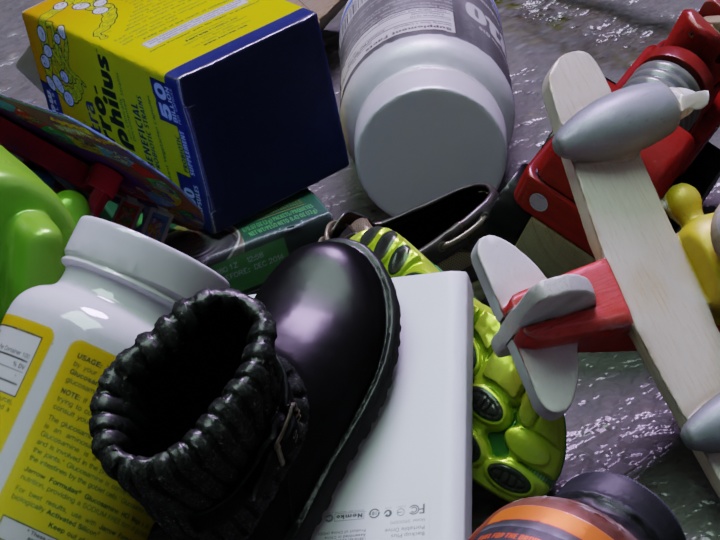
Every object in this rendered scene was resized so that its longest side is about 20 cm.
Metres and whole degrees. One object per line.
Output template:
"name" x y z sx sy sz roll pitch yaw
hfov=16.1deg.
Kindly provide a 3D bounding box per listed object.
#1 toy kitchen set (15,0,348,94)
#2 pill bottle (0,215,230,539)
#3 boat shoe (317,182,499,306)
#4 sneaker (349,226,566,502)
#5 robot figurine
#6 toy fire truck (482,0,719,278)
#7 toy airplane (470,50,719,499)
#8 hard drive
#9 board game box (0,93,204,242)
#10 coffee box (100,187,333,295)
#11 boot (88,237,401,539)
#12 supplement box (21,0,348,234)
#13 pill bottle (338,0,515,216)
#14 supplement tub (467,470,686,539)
"toy kitchen set" -0.138 -0.204 1.851 0.163 0.200 0.181 -45 2 42
"pill bottle" -0.143 0.081 1.270 0.112 0.112 0.201 17 79 44
"boat shoe" 0.000 0.000 1.492 0.199 0.074 0.074 -22 29 -16
"sneaker" 0.057 0.050 1.369 0.074 0.083 0.200 -45 49 8
"robot figurine" -0.228 -0.016 1.428 0.174 0.117 0.200 -4 19 -27
"toy fire truck" 0.184 -0.089 1.441 0.128 0.201 0.176 34 43 9
"toy airplane" 0.158 0.001 1.289 0.141 0.200 0.200 -38 21 44
"hard drive" -0.009 0.096 1.282 0.131 0.027 0.201 -7 55 13
"board game box" -0.192 -0.057 1.529 0.199 0.158 0.039 19 76 29
"coffee box" -0.102 -0.037 1.636 0.122 0.044 0.200 -20 29 -12
"boot" -0.049 0.043 1.216 0.079 0.158 0.212 6 59 21
"supplement box" -0.114 -0.117 1.624 0.109 0.110 0.200 -27 31 -26
"pill bottle" 0.042 -0.116 1.644 0.113 0.115 0.200 -11 28 5
"supplement tub" 0.070 0.171 1.114 0.106 0.108 0.200 8 35 34
